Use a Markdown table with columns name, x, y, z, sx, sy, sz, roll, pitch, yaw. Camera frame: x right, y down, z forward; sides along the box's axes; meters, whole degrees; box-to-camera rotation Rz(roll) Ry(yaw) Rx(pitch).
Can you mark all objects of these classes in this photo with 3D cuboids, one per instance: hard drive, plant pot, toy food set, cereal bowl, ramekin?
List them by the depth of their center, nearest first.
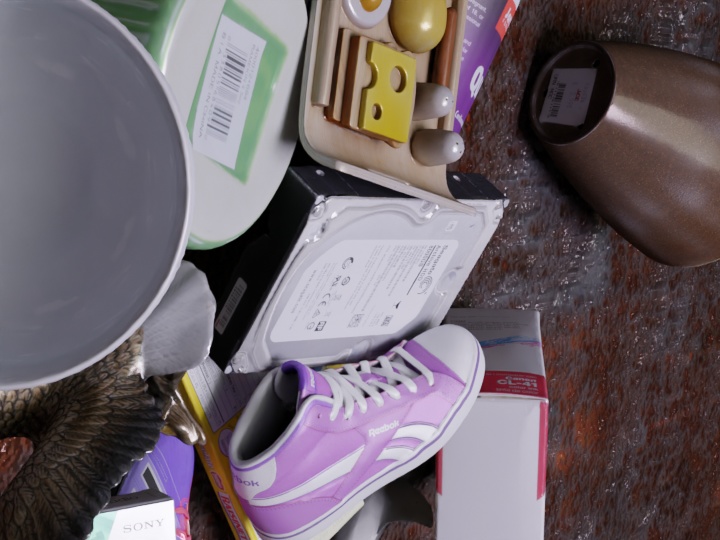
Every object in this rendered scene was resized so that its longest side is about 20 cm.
| name | x | y | z | sx | sy | sz | roll | pitch | yaw |
| --- | --- | --- | --- | --- | --- | --- | --- | --- | --- |
| cereal bowl | -0.177 | -0.043 | 0.844 | 0.083 | 0.198 | 0.202 | -143 | -117 | -89 |
| ramekin | -0.109 | -0.107 | 0.966 | 0.200 | 0.097 | 0.202 | -41 | 137 | -53 |
| toy food set | 0.037 | -0.144 | 1.037 | 0.143 | 0.060 | 0.202 | 14 | 81 | -50 |
| hard drive | 0.000 | 0.000 | 1.116 | 0.199 | 0.038 | 0.140 | -2 | 129 | -51 |
| plant pot | 0.242 | -0.120 | 1.490 | 0.199 | 0.186 | 0.189 | 21 | 80 | -42 |

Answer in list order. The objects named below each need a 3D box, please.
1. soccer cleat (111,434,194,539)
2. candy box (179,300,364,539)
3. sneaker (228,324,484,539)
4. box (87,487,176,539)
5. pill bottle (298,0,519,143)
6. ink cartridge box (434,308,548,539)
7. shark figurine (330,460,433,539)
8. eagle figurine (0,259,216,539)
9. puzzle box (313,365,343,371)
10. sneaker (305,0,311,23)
| name | x | y | z | sx | sy | sz | roll | pitch | yaw |
| --- | --- | --- | --- | --- | --- | --- | --- | --- | --- |
| soccer cleat | -0.128 | 0.196 | 1.064 | 0.068 | 0.073 | 0.202 | 27 | 76 | -56 |
| candy box | -0.064 | 0.111 | 1.156 | 0.102 | 0.026 | 0.202 | -42 | 125 | -37 |
| sneaker | -0.001 | 0.084 | 1.112 | 0.200 | 0.072 | 0.115 | -41 | 138 | -21 |
| box | -0.170 | 0.235 | 0.974 | 0.143 | 0.036 | 0.202 | -7 | 96 | -30 |
| pill bottle | 0.038 | -0.161 | 1.167 | 0.112 | 0.112 | 0.202 | 33 | 81 | -55 |
| ink cartridge box | 0.100 | 0.127 | 1.315 | 0.200 | 0.085 | 0.149 | -72 | 163 | -71 |
| shark figurine | 0.016 | 0.204 | 1.283 | 0.128 | 0.089 | 0.216 | 39 | 63 | -52 |
| eagle figurine | -0.168 | 0.083 | 0.893 | 0.199 | 0.151 | 0.153 | -19 | 102 | -53 |
| puzzle box | -0.004 | 0.031 | 1.239 | 0.132 | 0.025 | 0.202 | -7 | 104 | -47 |
| sneaker | -0.038 | -0.178 | 1.104 | 0.089 | 0.078 | 0.202 | 42 | 63 | -50 |
